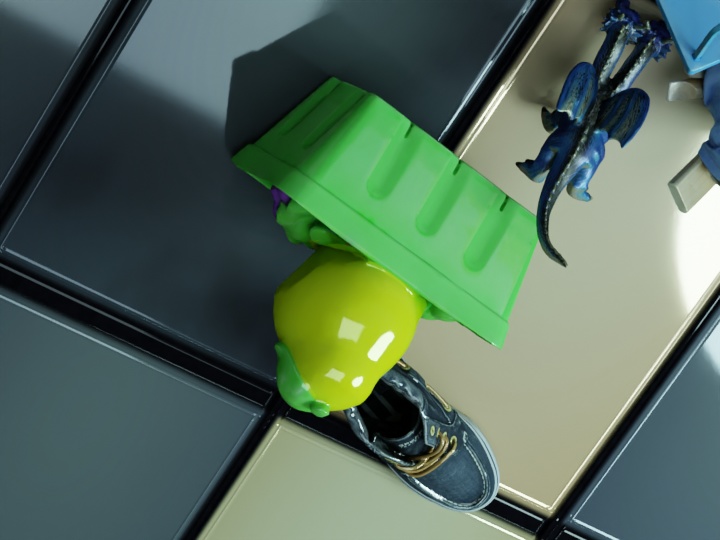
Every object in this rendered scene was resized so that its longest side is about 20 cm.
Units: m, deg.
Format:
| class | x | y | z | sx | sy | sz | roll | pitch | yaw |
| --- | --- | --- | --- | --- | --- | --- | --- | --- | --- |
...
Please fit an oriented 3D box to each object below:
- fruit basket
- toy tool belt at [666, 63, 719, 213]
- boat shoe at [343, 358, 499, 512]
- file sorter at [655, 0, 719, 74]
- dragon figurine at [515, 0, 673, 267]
| class | x | y | z | sx | sy | sz | roll | pitch | yaw |
| --- | --- | --- | --- | --- | --- | --- | --- | --- | --- |
| fruit basket | 0.000 | 0.000 | 1.383 | 0.215 | 0.156 | 0.216 | -5 | 105 | -19 |
| toy tool belt | 0.270 | -0.137 | 1.391 | 0.123 | 0.125 | 0.200 | -9 | 118 | -17 |
| boat shoe | 0.039 | 0.124 | 1.489 | 0.071 | 0.091 | 0.200 | -38 | 117 | 8 |
| file sorter | 0.236 | -0.249 | 1.284 | 0.139 | 0.123 | 0.200 | -23 | 86 | 1 |
| dragon figurine | 0.155 | -0.101 | 1.378 | 0.059 | 0.200 | 0.099 | 28 | 138 | -1 |
